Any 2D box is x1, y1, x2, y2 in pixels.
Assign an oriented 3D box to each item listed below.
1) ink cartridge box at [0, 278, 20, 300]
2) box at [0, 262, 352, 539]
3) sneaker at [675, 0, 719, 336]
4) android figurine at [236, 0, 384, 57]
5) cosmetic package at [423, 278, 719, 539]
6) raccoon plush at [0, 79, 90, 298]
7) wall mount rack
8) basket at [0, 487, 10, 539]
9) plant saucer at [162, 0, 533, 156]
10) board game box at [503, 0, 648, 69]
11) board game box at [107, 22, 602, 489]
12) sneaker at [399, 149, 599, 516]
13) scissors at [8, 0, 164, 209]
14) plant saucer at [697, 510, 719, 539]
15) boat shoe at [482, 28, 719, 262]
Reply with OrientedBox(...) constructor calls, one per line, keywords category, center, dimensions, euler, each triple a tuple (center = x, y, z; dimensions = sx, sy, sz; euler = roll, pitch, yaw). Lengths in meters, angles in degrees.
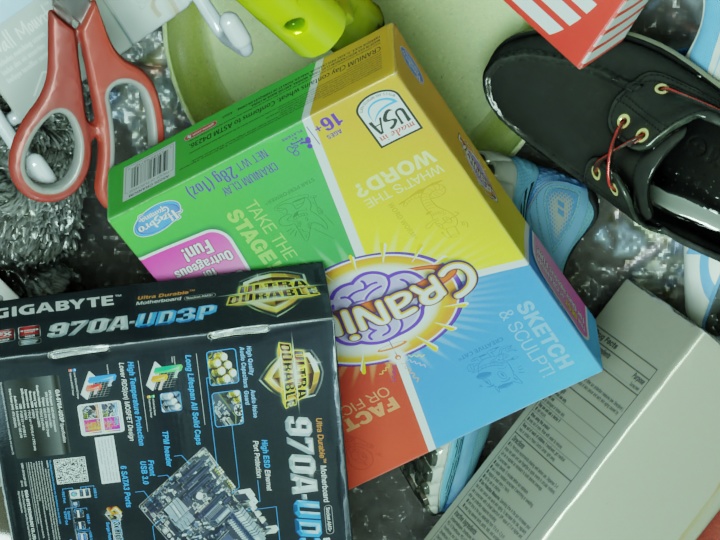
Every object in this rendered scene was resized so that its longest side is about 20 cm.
OrientedBox(category="ink cartridge box", center=(-0.241, 0.026, 1.365), dimensions=(0.200, 0.068, 0.116), euler=(43, 65, 9))
OrientedBox(category="box", center=(-0.085, 0.098, 1.315), dimensions=(0.158, 0.046, 0.201), euler=(-7, 125, -3))
OrientedBox(category="sneaker", center=(0.179, -0.068, 1.409), dimensions=(0.072, 0.072, 0.201), euler=(14, 109, 27))
OrientedBox(category="android figurine", center=(-0.058, -0.180, 1.286), dimensions=(0.041, 0.183, 0.200), euler=(-30, 138, 17))
OrientedBox(category="cosmetic package", center=(0.111, 0.112, 1.391), dimensions=(0.071, 0.105, 0.200), euler=(38, 93, -22))
OrientedBox(category="raccoon plush", center=(-0.138, -0.055, 1.412), dimensions=(0.134, 0.097, 0.200), euler=(-34, 109, 2))
OrientedBox(category="wall mount rack", center=(-0.144, -0.139, 1.306), dimensions=(0.200, 0.075, 0.174), euler=(-36, 111, -6))
OrientedBox(category="basket", center=(-0.190, 0.141, 1.437), dimensions=(0.198, 0.136, 0.182), euler=(4, 104, -3))
OrientedBox(category="plant saucer", center=(0.002, -0.125, 1.413), dimensions=(0.198, 0.031, 0.202), euler=(0, 105, 1))
OrientedBox(category="board game box", center=(0.074, -0.215, 1.300), dimensions=(0.200, 0.046, 0.152), euler=(42, 130, 10))
OrientedBox(category="board game box", center=(0.000, 0.000, 1.312), dimensions=(0.152, 0.040, 0.200), euler=(-26, 125, 17))
OrientedBox(category="sneaker", center=(0.071, 0.038, 1.426), dimensions=(0.089, 0.079, 0.201), euler=(3, 120, -24))
OrientedBox(category="scissors", center=(-0.124, -0.122, 1.278), dimensions=(0.073, 0.014, 0.202), euler=(-5, 107, -17))
OrientedBox(category="plant saucer", center=(0.247, 0.190, 1.432), dimensions=(0.199, 0.037, 0.200), euler=(27, 134, -4))
OrientedBox(category="boat shoe", center=(0.144, -0.059, 1.354), dimensions=(0.201, 0.063, 0.074), euler=(27, 116, 17))
